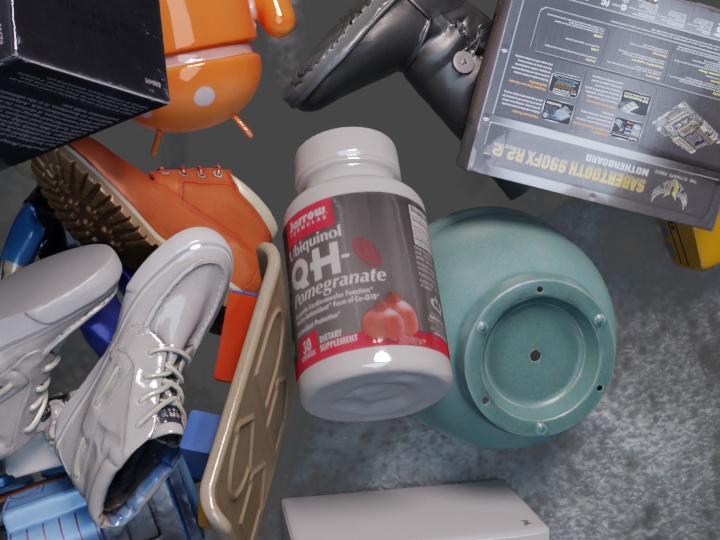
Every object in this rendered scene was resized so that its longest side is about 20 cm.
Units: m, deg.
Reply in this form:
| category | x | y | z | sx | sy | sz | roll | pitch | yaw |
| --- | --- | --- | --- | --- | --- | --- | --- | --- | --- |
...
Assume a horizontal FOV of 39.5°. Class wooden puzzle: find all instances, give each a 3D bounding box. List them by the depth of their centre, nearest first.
| category | x | y | z | sx | sy | sz | roll | pitch | yaw |
| --- | --- | --- | --- | --- | --- | --- | --- | --- | --- |
| wooden puzzle | -0.084 | 0.108 | 0.704 | 0.046 | 0.186 | 0.201 | 6 | 58 | 4 |

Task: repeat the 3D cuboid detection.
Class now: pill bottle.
| category | x | y | z | sx | sy | sz | roll | pitch | yaw |
| --- | --- | --- | --- | --- | --- | --- | --- | --- | --- |
| pill bottle | 0.000 | 0.000 | 0.738 | 0.110 | 0.111 | 0.201 | -2 | 63 | -11 |

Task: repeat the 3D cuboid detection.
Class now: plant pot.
| category | x | y | z | sx | sy | sz | roll | pitch | yaw |
| --- | --- | --- | --- | --- | --- | --- | --- | --- | --- |
| plant pot | 0.120 | 0.055 | 0.794 | 0.199 | 0.134 | 0.202 | -2 | 98 | -12 |

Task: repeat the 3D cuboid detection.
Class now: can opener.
| category | x | y | z | sx | sy | sz | roll | pitch | yaw |
| --- | --- | --- | --- | --- | --- | --- | --- | --- | --- |
| can opener | -0.283 | 0.138 | 0.764 | 0.199 | 0.066 | 0.053 | -15 | 77 | -1 |

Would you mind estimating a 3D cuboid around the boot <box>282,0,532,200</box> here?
| category | x | y | z | sx | sy | sz | roll | pitch | yaw |
| --- | --- | --- | --- | --- | --- | --- | --- | --- | --- |
| boot | 0.062 | -0.130 | 0.796 | 0.200 | 0.066 | 0.165 | 43 | 90 | -18 |

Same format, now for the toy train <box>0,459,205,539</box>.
| category | x | y | z | sx | sy | sz | roll | pitch | yaw |
| --- | --- | --- | --- | --- | --- | --- | --- | --- | --- |
| toy train | -0.212 | 0.184 | 0.756 | 0.199 | 0.114 | 0.087 | -17 | 101 | -9 |

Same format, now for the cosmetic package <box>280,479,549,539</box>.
| category | x | y | z | sx | sy | sz | roll | pitch | yaw |
| --- | --- | --- | --- | --- | --- | --- | --- | --- | --- |
| cosmetic package | 0.041 | 0.290 | 0.817 | 0.198 | 0.123 | 0.201 | -2 | 100 | -11 |

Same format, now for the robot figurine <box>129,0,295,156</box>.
| category | x | y | z | sx | sy | sz | roll | pitch | yaw |
| --- | --- | --- | --- | --- | --- | --- | --- | --- | --- |
| robot figurine | -0.133 | -0.187 | 0.717 | 0.143 | 0.116 | 0.201 | -19 | 104 | -34 |

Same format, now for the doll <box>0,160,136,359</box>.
| category | x | y | z | sx | sy | sz | roll | pitch | yaw |
| --- | --- | --- | --- | --- | --- | --- | --- | --- | --- |
| doll | -0.207 | -0.014 | 0.759 | 0.136 | 0.048 | 0.201 | -29 | 101 | -24 |

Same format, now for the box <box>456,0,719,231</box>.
| category | x | y | z | sx | sy | sz | roll | pitch | yaw |
| --- | --- | --- | --- | --- | --- | --- | --- | --- | --- |
| box | 0.188 | -0.130 | 0.749 | 0.199 | 0.048 | 0.159 | 12 | 101 | -6 |

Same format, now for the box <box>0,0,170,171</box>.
| category | x | y | z | sx | sy | sz | roll | pitch | yaw |
| --- | --- | --- | --- | --- | --- | --- | --- | --- | --- |
| box | -0.235 | -0.180 | 0.623 | 0.197 | 0.123 | 0.201 | -13 | 78 | 31 |

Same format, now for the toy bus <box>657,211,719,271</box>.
| category | x | y | z | sx | sy | sz | roll | pitch | yaw |
| --- | --- | --- | --- | --- | --- | --- | --- | --- | --- |
| toy bus | 0.269 | -0.104 | 0.828 | 0.065 | 0.078 | 0.201 | -23 | 102 | -5 |

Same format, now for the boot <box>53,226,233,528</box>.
| category | x | y | z | sx | sy | sz | roll | pitch | yaw |
| --- | --- | --- | --- | --- | --- | --- | --- | --- | --- |
| boot | -0.131 | 0.076 | 0.672 | 0.073 | 0.096 | 0.201 | 19 | 108 | -43 |

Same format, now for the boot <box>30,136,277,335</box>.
| category | x | y | z | sx | sy | sz | roll | pitch | yaw |
| --- | --- | --- | --- | --- | --- | --- | --- | --- | --- |
| boot | -0.145 | -0.049 | 0.739 | 0.200 | 0.075 | 0.108 | 42 | 57 | -30 |

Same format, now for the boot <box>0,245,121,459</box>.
| category | x | y | z | sx | sy | sz | roll | pitch | yaw |
| --- | --- | --- | --- | --- | --- | --- | --- | --- | --- |
| boot | -0.239 | 0.066 | 0.702 | 0.199 | 0.074 | 0.096 | -29 | 121 | 0 |

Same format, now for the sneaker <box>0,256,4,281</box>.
| category | x | y | z | sx | sy | sz | roll | pitch | yaw |
| --- | --- | --- | --- | --- | --- | --- | --- | --- | --- |
| sneaker | -0.299 | 0.008 | 0.734 | 0.080 | 0.075 | 0.201 | -13 | 101 | -9 |
